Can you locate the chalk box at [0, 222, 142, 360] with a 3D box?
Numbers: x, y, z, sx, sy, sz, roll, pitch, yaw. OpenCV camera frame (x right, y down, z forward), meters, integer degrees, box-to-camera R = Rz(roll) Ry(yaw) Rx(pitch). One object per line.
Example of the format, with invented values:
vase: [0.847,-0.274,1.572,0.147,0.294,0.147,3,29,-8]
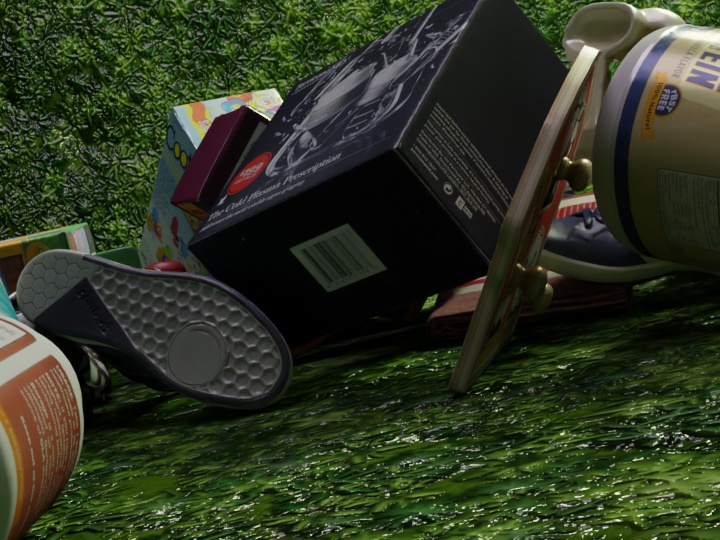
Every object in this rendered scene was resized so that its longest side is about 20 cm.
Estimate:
chalk box: [-0.289,0.030,1.460,0.199,0.125,0.124,-13,5,2]

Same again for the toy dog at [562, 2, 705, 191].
toy dog: [0.262,-0.114,1.194,0.199,0.140,0.194,16,-21,-32]

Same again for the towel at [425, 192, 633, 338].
towel: [0.133,-0.008,1.212,0.144,0.023,0.200,-10,21,17]

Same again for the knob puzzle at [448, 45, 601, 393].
knob puzzle: [0.113,-0.034,0.988,0.030,0.220,0.220,20,12,11]

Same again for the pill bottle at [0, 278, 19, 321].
pill bottle: [-0.277,0.035,1.056,0.110,0.111,0.200,-13,32,-19]

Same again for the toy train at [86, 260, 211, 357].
toy train: [-0.137,0.038,1.317,0.199,0.085,0.116,-10,-5,18]

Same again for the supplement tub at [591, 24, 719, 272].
supplement tub: [0.252,-0.063,0.964,0.200,0.145,0.144,14,20,38]

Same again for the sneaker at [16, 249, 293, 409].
sneaker: [-0.111,0.049,1.108,0.202,0.077,0.146,21,-9,25]

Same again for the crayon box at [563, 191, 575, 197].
crayon box: [0.079,-0.084,1.314,0.125,0.052,0.200,5,0,-13]

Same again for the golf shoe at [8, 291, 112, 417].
golf shoe: [-0.224,0.058,1.186,0.077,0.095,0.200,-14,4,-9]

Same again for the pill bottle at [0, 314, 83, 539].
pill bottle: [-0.191,0.079,0.766,0.112,0.113,0.200,-11,4,4]

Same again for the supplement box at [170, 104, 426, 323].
supplement box: [-0.037,-0.043,1.310,0.200,0.086,0.110,29,-7,-15]

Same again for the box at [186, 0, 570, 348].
box: [0.016,-0.067,1.075,0.200,0.104,0.182,-22,27,42]

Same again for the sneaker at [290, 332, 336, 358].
sneaker: [0.000,0.000,1.194,0.200,0.078,0.112,-36,13,-17]

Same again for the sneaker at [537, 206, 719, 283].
sneaker: [0.204,-0.042,1.109,0.199,0.085,0.075,-1,23,2]

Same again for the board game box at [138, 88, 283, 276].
board game box: [-0.118,-0.047,1.465,0.103,0.105,0.200,-14,-33,-29]
